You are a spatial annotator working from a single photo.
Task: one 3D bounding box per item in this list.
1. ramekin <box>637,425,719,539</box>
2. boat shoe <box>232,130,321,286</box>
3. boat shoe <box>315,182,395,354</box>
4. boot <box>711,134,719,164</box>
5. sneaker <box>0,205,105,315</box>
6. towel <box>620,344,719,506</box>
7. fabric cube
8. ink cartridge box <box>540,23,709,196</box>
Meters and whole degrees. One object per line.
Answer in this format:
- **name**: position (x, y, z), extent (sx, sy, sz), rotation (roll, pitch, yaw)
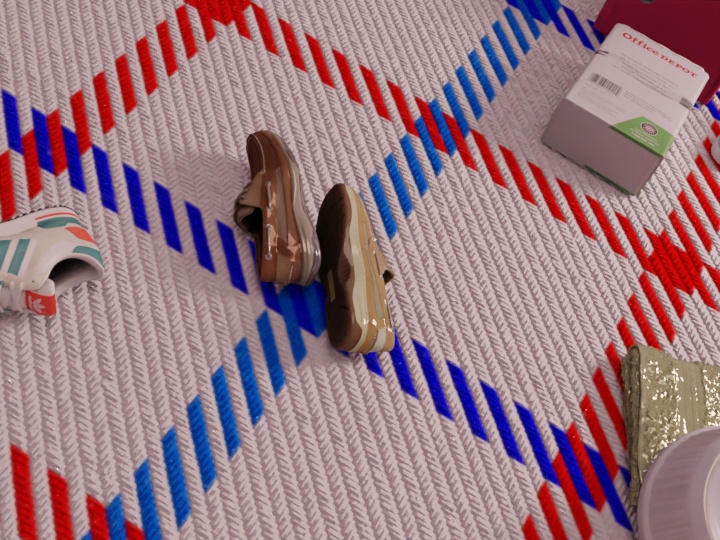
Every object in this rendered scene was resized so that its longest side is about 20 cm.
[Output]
- **ramekin**: position (0.373, 0.239, 0.984), extent (0.202, 0.094, 0.203), rotation (4, 69, -10)
- **boat shoe**: position (-0.100, -0.071, 1.117), extent (0.072, 0.076, 0.200), rotation (-7, 55, -19)
- **boat shoe**: position (0.000, 0.000, 1.107), extent (0.076, 0.072, 0.201), rotation (12, 58, -27)
- **boot**: position (0.566, -0.200, 1.404), extent (0.200, 0.096, 0.074), rotation (-20, 62, -29)
- **sneaker**: position (-0.336, 0.009, 0.984), extent (0.199, 0.070, 0.093), rotation (-26, 59, -34)
- **towel**: position (0.348, 0.174, 1.093), extent (0.148, 0.037, 0.200), rotation (15, 51, -7)
- **fabric cube**: position (0.486, -0.395, 1.464), extent (0.199, 0.196, 0.200), rotation (39, 52, 11)
- **ink cartridge box**: position (0.347, -0.213, 1.353), extent (0.146, 0.084, 0.200), rotation (33, 51, 8)
